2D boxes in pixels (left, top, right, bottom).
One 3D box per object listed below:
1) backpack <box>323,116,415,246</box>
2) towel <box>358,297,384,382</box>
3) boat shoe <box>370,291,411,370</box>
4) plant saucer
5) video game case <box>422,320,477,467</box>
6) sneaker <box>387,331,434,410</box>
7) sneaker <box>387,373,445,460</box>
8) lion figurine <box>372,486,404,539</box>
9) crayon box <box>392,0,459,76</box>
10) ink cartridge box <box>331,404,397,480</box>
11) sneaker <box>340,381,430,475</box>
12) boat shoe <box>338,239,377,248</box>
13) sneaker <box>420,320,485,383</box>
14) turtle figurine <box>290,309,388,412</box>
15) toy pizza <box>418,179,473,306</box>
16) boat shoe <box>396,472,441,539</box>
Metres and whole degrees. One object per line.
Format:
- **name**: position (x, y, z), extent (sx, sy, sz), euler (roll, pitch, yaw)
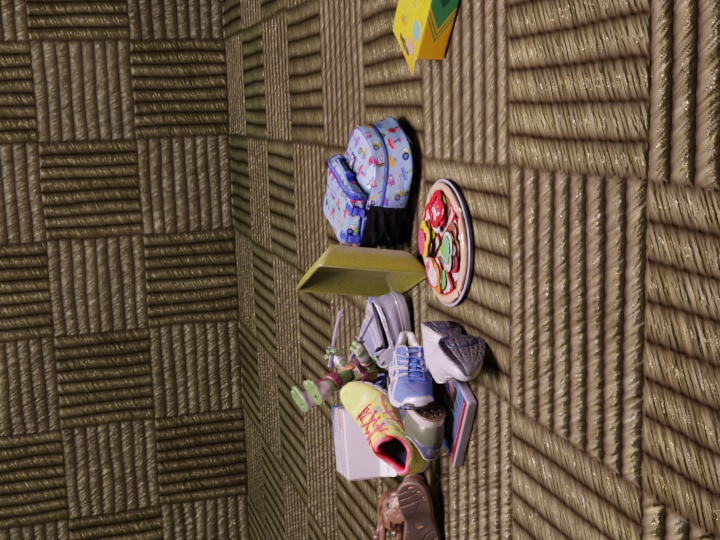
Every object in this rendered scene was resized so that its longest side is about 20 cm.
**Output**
- **backpack**: position (0.019, -0.164, 1.741), extent (0.183, 0.133, 0.202), euler (-115, 29, -48)
- **towel**: position (0.029, 0.150, 1.977), extent (0.201, 0.023, 0.148), euler (105, 154, -49)
- **boat shoe**: position (0.057, 0.142, 1.782), extent (0.070, 0.070, 0.204), euler (178, 82, -74)
- **plant saucer**: position (0.000, 0.000, 1.742), extent (0.200, 0.197, 0.049), euler (140, 133, -70)
- **video game case**: position (0.138, 0.201, 1.629), extent (0.201, 0.017, 0.145), euler (-114, 25, -49)
- **sneaker**: position (0.079, 0.167, 1.621), extent (0.200, 0.074, 0.078), euler (-112, 22, -69)
- **sneaker**: position (0.090, 0.245, 1.656), extent (0.200, 0.066, 0.091), euler (-132, 39, -66)
- **lion figurine**: position (0.058, 0.459, 1.883), extent (0.200, 0.071, 0.125), euler (178, 95, -78)
- **crayon box**: position (0.104, -0.418, 1.522), extent (0.201, 0.050, 0.128), euler (105, 155, -48)
- **ink cartridge box**: position (0.022, 0.310, 1.823), extent (0.200, 0.123, 0.131), euler (144, 121, -80)
- **sneaker**: position (0.036, 0.269, 1.681), extent (0.200, 0.090, 0.078), euler (44, 111, 13)
- **boat shoe**: position (-0.009, -0.053, 1.858), extent (0.070, 0.070, 0.200), euler (47, -163, -5)
- **sneaker**: position (0.142, 0.137, 1.509), extent (0.200, 0.073, 0.089), euler (-127, 38, -76)
- **turtle figurine**: position (-0.044, 0.164, 1.845), extent (0.143, 0.193, 0.203), euler (16, 127, 46)
- **toy pizza**: position (0.128, -0.043, 1.573), extent (0.200, 0.031, 0.204), euler (175, 90, -74)
- **boat shoe**: position (0.110, 0.446, 1.728), extent (0.068, 0.071, 0.203), euler (-47, -48, -66)
